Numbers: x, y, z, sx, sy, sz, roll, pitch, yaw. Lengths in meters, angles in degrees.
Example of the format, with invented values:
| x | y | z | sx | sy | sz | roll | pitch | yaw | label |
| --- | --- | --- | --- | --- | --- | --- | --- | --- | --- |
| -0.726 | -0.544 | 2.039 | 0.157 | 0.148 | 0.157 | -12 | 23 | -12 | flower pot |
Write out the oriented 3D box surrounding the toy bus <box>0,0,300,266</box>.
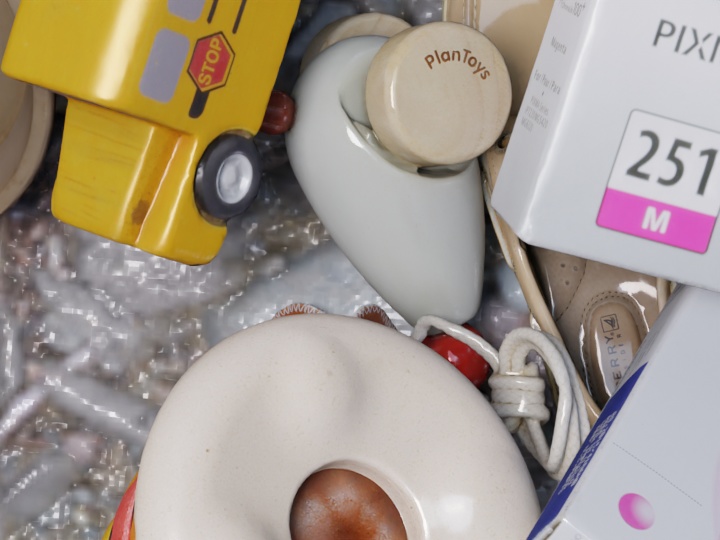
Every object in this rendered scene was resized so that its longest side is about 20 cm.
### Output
| x | y | z | sx | sy | sz | roll | pitch | yaw | label |
| --- | --- | --- | --- | --- | --- | --- | --- | --- | --- |
| -0.059 | -0.107 | 0.849 | 0.065 | 0.078 | 0.200 | 19 | 92 | 41 | toy bus |

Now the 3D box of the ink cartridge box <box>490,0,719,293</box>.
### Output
| x | y | z | sx | sy | sz | roll | pitch | yaw | label |
| --- | --- | --- | --- | --- | --- | --- | --- | --- | --- |
| 0.163 | -0.071 | 0.834 | 0.200 | 0.044 | 0.174 | 14 | 102 | -15 | ink cartridge box |

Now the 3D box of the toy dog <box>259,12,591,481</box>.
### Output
| x | y | z | sx | sy | sz | roll | pitch | yaw | label |
| --- | --- | --- | --- | --- | --- | --- | --- | --- | --- |
| 0.000 | 0.000 | 0.905 | 0.096 | 0.132 | 0.200 | -7 | 75 | -19 | toy dog |

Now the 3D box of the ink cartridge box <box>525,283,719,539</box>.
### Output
| x | y | z | sx | sy | sz | roll | pitch | yaw | label |
| --- | --- | --- | --- | --- | --- | --- | --- | --- | --- |
| 0.172 | 0.087 | 0.853 | 0.200 | 0.043 | 0.196 | 36 | 45 | 0 | ink cartridge box |

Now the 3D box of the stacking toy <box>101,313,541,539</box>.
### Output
| x | y | z | sx | sy | sz | roll | pitch | yaw | label |
| --- | --- | --- | --- | --- | --- | --- | --- | --- | --- |
| -0.045 | 0.109 | 0.864 | 0.146 | 0.200 | 0.146 | 12 | 65 | -29 | stacking toy |

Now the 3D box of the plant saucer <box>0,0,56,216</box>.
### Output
| x | y | z | sx | sy | sz | roll | pitch | yaw | label |
| --- | --- | --- | --- | --- | --- | --- | --- | --- | --- |
| -0.195 | -0.092 | 0.903 | 0.200 | 0.200 | 0.029 | 21 | 46 | 5 | plant saucer |

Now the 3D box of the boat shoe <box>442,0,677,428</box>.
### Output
| x | y | z | sx | sy | sz | roll | pitch | yaw | label |
| --- | --- | --- | --- | --- | --- | --- | --- | --- | --- |
| 0.079 | -0.031 | 0.922 | 0.071 | 0.065 | 0.200 | -18 | 85 | 2 | boat shoe |
